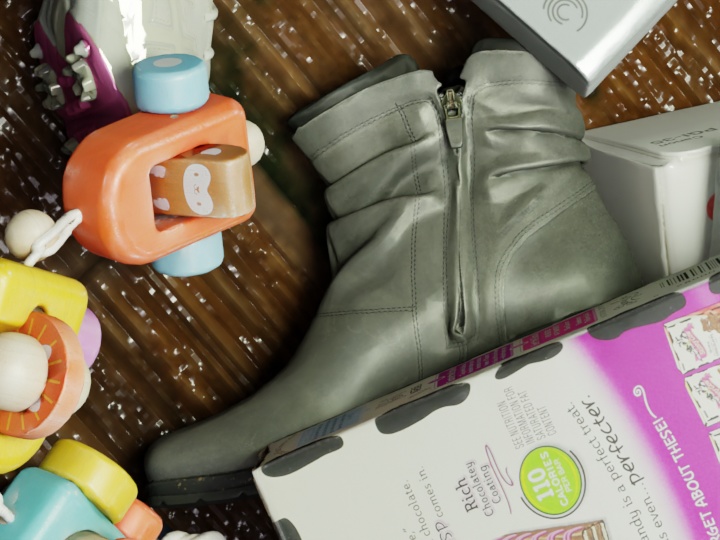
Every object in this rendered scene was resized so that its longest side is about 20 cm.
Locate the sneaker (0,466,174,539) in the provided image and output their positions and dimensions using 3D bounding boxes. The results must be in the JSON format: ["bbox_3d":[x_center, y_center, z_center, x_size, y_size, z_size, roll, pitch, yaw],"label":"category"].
[{"bbox_3d":[-0.061,0.156,1.060,0.070,0.082,0.200,-36,111,-10],"label":"sneaker"}]

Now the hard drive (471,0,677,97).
[{"bbox_3d":[0.097,-0.177,1.054,0.132,0.027,0.200,42,81,8],"label":"hard drive"}]

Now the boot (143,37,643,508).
[{"bbox_3d":[0.000,0.000,1.070,0.200,0.068,0.131,-21,87,-1],"label":"boot"}]

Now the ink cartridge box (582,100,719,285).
[{"bbox_3d":[0.169,0.033,1.129,0.146,0.083,0.200,-13,105,-19],"label":"ink cartridge box"}]

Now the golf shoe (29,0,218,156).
[{"bbox_3d":[-0.072,-0.099,1.011,0.092,0.075,0.200,-24,110,-20],"label":"golf shoe"}]

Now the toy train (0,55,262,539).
[{"bbox_3d":[-0.071,0.041,0.951,0.150,0.056,0.200,-20,116,-42],"label":"toy train"}]

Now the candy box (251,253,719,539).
[{"bbox_3d":[0.082,0.085,0.995,0.200,0.061,0.136,-22,93,4],"label":"candy box"}]

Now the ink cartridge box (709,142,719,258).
[{"bbox_3d":[0.217,0.030,1.082,0.200,0.057,0.163,-3,102,-30],"label":"ink cartridge box"}]
